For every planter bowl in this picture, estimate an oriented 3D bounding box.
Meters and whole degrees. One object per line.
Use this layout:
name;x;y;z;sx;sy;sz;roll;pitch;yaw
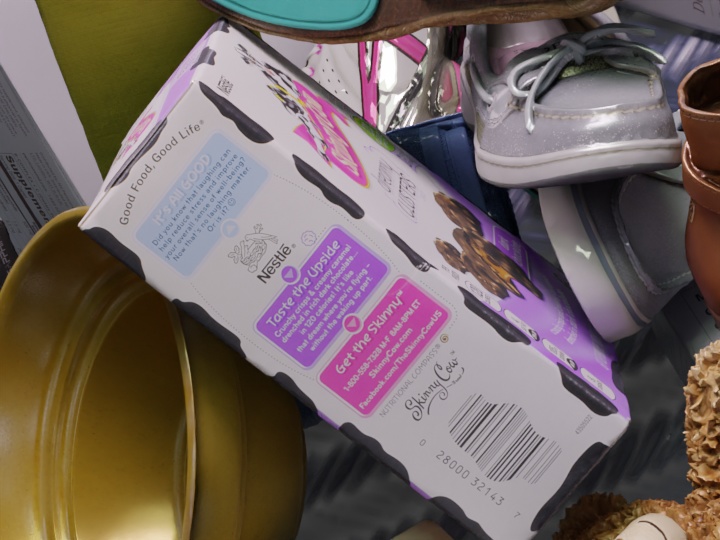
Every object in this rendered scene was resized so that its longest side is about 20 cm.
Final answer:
planter bowl;-0.077;0.078;1.162;0.083;0.201;0.200;3;29;-31

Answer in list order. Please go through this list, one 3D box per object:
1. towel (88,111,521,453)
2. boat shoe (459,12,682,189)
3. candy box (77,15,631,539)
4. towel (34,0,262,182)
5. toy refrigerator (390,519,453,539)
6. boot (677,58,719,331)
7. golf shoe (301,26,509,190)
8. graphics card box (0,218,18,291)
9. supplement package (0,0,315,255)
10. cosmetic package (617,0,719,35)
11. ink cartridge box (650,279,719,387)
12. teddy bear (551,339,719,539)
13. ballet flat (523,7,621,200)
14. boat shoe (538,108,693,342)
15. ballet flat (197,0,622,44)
towel;-0.030;0.010;1.250;0.199;0.112;0.049;-15;0;4
boat shoe;0.075;-0.077;1.158;0.074;0.065;0.202;-8;17;-3
candy box;0.000;0.000;1.127;0.072;0.200;0.168;-51;8;12
towel;-0.071;-0.060;1.261;0.086;0.200;0.018;-12;41;7
toy refrigerator;-0.032;0.180;1.077;0.199;0.070;0.076;-30;34;-15
boot;0.215;-0.024;1.082;0.199;0.155;0.074;-13;41;8
golf shoe;0.007;-0.101;1.345;0.092;0.073;0.201;-13;60;8
graphics card box;-0.223;0.061;1.239;0.200;0.126;0.051;-31;41;-14
supplement package;-0.115;-0.119;1.366;0.111;0.156;0.200;3;42;45
cosmetic package;0.218;-0.209;1.352;0.199;0.167;0.167;20;52;36
ink cartridge box;0.222;0.007;1.199;0.199;0.041;0.200;-23;39;-5
teddy bear;0.163;0.094;1.071;0.199;0.146;0.067;-2;-2;12
ballet flat;0.090;-0.121;1.348;0.068;0.067;0.201;5;50;-23
boat shoe;0.122;-0.031;1.190;0.071;0.070;0.201;-25;8;19
ballet flat;0.025;-0.119;1.151;0.199;0.072;0.068;-2;84;30
